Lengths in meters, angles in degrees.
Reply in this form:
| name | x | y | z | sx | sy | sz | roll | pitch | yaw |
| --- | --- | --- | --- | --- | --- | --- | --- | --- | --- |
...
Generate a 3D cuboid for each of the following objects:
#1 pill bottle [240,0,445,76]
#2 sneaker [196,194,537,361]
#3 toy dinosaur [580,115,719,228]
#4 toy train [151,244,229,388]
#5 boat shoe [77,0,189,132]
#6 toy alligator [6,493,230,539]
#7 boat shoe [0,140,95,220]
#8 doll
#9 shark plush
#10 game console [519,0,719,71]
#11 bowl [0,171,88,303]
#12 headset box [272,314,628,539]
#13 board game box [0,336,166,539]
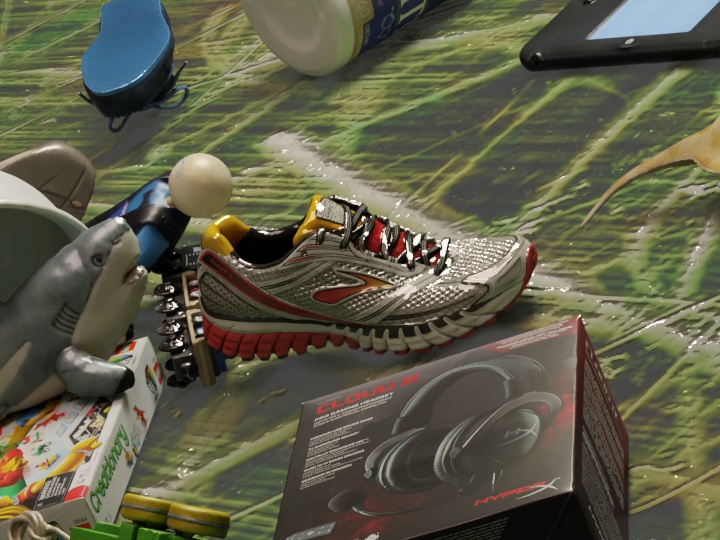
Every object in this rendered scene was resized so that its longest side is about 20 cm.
| name | x | y | z | sx | sy | sz | roll | pitch | yaw |
| --- | --- | --- | --- | --- | --- | --- | --- | --- | --- |
| pill bottle | 0.015 | -0.240 | 2.191 | 0.200 | 0.120 | 0.120 | -35 | 24 | -29 |
| sneaker | 0.000 | 0.000 | 1.652 | 0.200 | 0.082 | 0.078 | -5 | 24 | 14 |
| toy dinosaur | 0.217 | -0.077 | 1.672 | 0.200 | 0.058 | 0.101 | -6 | 27 | 37 |
| toy train | -0.100 | 0.025 | 1.783 | 0.046 | 0.034 | 0.200 | -11 | 20 | -1 |
| boat shoe | -0.164 | -0.153 | 2.241 | 0.084 | 0.069 | 0.200 | -9 | 24 | 10 |
| toy alligator | -0.103 | 0.144 | 1.469 | 0.054 | 0.059 | 0.200 | 15 | -6 | -37 |
| boat shoe | -0.250 | -0.014 | 1.839 | 0.200 | 0.074 | 0.073 | -41 | 25 | 7 |
| doll | -0.155 | -0.012 | 1.834 | 0.200 | 0.048 | 0.136 | -31 | 22 | 30 |
| shark plush | -0.213 | 0.036 | 1.693 | 0.200 | 0.083 | 0.091 | -16 | 21 | 14 |
| game console | 0.225 | -0.188 | 1.977 | 0.200 | 0.031 | 0.177 | -1 | 29 | 45 |
| bowl | -0.256 | 0.003 | 1.735 | 0.201 | 0.201 | 0.090 | -25 | 55 | -8 |
| headset box | 0.045 | 0.105 | 1.373 | 0.149 | 0.077 | 0.200 | -18 | 23 | 13 |
| board game box | -0.187 | 0.110 | 1.655 | 0.126 | 0.035 | 0.200 | -17 | 21 | 13 |
